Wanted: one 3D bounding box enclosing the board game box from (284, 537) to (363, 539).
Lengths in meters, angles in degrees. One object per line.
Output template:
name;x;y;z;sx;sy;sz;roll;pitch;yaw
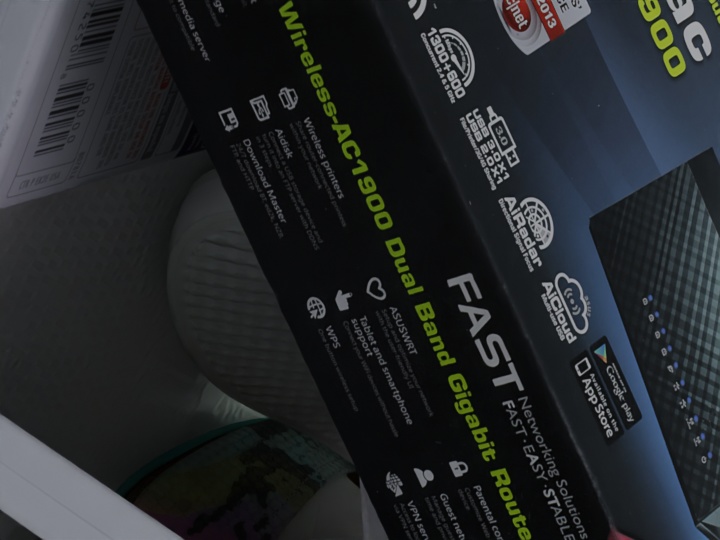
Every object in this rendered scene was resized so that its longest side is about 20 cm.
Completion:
board game box;-0.067;0.164;0.863;0.126;0.035;0.201;1;127;-28

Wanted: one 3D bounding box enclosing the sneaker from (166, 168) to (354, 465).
sneaker;0.000;0.000;0.839;0.200;0.074;0.082;49;35;-59

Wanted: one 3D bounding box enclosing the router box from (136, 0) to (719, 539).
router box;0.046;-0.027;0.643;0.062;0.201;0.150;-17;-168;42

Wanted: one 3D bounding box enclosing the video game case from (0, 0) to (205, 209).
video game case;-0.011;-0.116;0.677;0.182;0.023;0.201;-21;138;-58

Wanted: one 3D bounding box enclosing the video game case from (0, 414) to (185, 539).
video game case;-0.049;0.069;0.690;0.018;0.143;0.200;-55;160;-7

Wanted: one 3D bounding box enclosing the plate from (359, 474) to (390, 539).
plate;0.035;0.020;0.738;0.200;0.032;0.201;49;37;-69

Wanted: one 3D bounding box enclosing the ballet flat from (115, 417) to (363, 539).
ballet flat;-0.006;0.082;0.911;0.069;0.071;0.200;-59;159;14
